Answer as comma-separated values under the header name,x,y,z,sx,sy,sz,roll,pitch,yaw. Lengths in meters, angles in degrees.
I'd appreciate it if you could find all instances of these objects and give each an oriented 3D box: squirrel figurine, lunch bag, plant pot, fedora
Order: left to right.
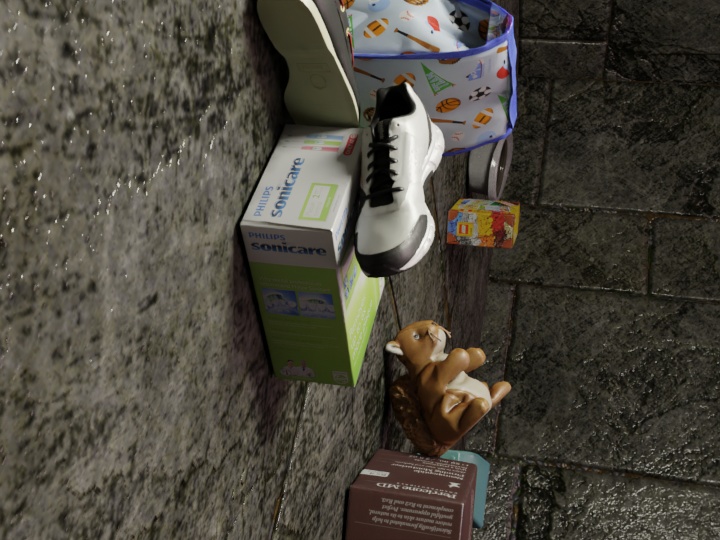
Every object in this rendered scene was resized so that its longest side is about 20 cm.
name,x,y,z,sx,sy,sz,roll,pitch,yaw
lunch bag,0.064,-0.208,0.959,0.170,0.199,0.124,71,27,-59
squirrel figurine,0.107,0.184,1.447,0.200,0.187,0.141,-50,166,29
plant pot,0.176,0.440,1.889,0.200,0.140,0.142,54,42,-60
fedora,0.325,-0.269,2.339,0.177,0.090,0.201,73,32,-56

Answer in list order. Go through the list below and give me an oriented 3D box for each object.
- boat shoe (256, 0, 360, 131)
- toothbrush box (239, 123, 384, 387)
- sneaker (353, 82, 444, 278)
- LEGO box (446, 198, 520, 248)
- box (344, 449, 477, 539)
name,x,y,z,sx,sy,sz,roll,pitch,yaw
boat shoe,-0.035,-0.187,0.809,0.202,0.073,0.063,71,34,-53
toothbrush box,-0.037,-0.012,0.851,0.146,0.086,0.201,-72,161,-45
sneaker,0.023,-0.080,0.785,0.080,0.073,0.201,59,29,-42
LEGO box,0.286,-0.111,2.101,0.200,0.148,0.078,-44,138,-72
box,0.076,0.376,1.335,0.200,0.165,0.165,-16,112,-77
